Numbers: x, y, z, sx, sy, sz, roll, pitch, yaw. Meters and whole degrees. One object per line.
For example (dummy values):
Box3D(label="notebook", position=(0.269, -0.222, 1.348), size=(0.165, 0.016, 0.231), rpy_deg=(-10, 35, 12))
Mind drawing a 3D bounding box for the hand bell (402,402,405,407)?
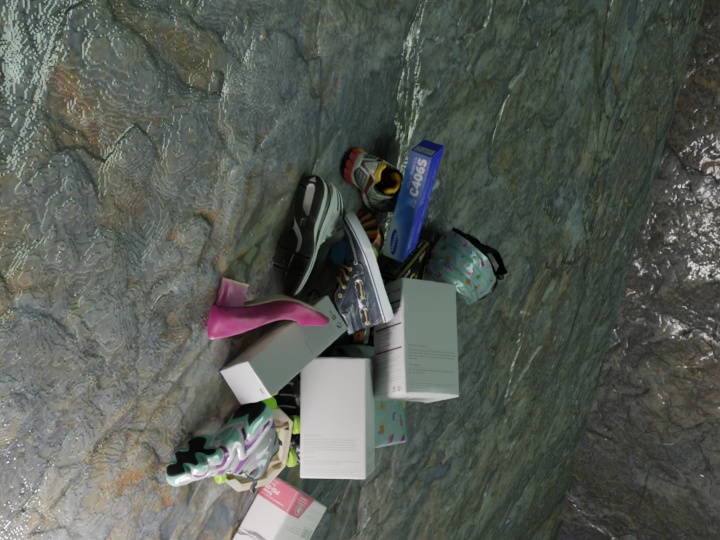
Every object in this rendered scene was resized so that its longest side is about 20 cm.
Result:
Box3D(label="hand bell", position=(0.086, 0.177, 1.741), size=(0.103, 0.103, 0.203), rpy_deg=(-7, 127, -55))

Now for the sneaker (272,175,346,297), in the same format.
Box3D(label="sneaker", position=(-0.072, -0.048, 1.420), size=(0.115, 0.075, 0.205), rpy_deg=(13, 97, -57))

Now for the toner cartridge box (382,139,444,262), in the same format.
Box3D(label="toner cartridge box", position=(0.096, -0.127, 1.535), size=(0.095, 0.042, 0.204), rpy_deg=(-43, 151, -63))

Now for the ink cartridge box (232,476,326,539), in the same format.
Box3D(label="ink cartridge box", position=(-0.168, 0.513, 1.634), size=(0.202, 0.082, 0.147), rpy_deg=(-60, 149, -13))

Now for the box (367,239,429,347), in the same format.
Box3D(label="box", position=(0.077, 0.045, 1.700), size=(0.200, 0.048, 0.163), rpy_deg=(-45, 149, -59))

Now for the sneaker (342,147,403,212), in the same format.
Box3D(label="sneaker", position=(0.042, -0.148, 1.528), size=(0.199, 0.081, 0.079), rpy_deg=(29, 84, -61))

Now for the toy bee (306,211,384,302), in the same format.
Box3D(label="toy bee", position=(0.000, 0.000, 1.537), size=(0.130, 0.107, 0.204), rpy_deg=(10, 102, -61))

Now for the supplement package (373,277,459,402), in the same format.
Box3D(label="supplement package", position=(0.097, 0.127, 1.518), size=(0.115, 0.117, 0.205), rpy_deg=(7, 74, -26))

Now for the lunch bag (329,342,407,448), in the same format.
Box3D(label="lunch bag", position=(0.001, 0.242, 1.647), size=(0.169, 0.120, 0.205), rpy_deg=(7, 74, -59))

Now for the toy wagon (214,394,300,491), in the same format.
Box3D(label="toy wagon", position=(-0.176, 0.287, 1.477), size=(0.152, 0.039, 0.204), rpy_deg=(-5, 114, -35))

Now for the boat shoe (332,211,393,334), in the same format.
Box3D(label="boat shoe", position=(-0.013, 0.009, 1.441), size=(0.089, 0.071, 0.204), rpy_deg=(-20, 105, -5))

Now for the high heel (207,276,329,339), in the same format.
Box3D(label="high heel", position=(-0.144, 0.083, 1.339), size=(0.197, 0.067, 0.098), rpy_deg=(19, 87, -32))

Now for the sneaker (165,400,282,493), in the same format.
Box3D(label="sneaker", position=(-0.211, 0.321, 1.390), size=(0.198, 0.077, 0.142), rpy_deg=(-31, 124, -18))

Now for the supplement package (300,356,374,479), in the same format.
Box3D(label="supplement package", position=(-0.038, 0.256, 1.498), size=(0.120, 0.118, 0.205), rpy_deg=(30, 60, -79))

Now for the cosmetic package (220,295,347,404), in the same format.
Box3D(label="cosmetic package", position=(-0.126, 0.131, 1.414), size=(0.199, 0.101, 0.072), rpy_deg=(-40, 101, -39))

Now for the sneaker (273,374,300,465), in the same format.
Box3D(label="sneaker", position=(-0.122, 0.264, 1.571), size=(0.080, 0.072, 0.204), rpy_deg=(-67, 157, -53))

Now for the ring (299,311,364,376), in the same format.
Box3D(label="ring", position=(-0.058, 0.168, 1.644), size=(0.200, 0.019, 0.204), rpy_deg=(-37, 139, -40))

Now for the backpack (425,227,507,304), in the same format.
Box3D(label="backpack", position=(0.216, -0.008, 1.792), size=(0.128, 0.165, 0.200), rpy_deg=(-59, 165, -4))
